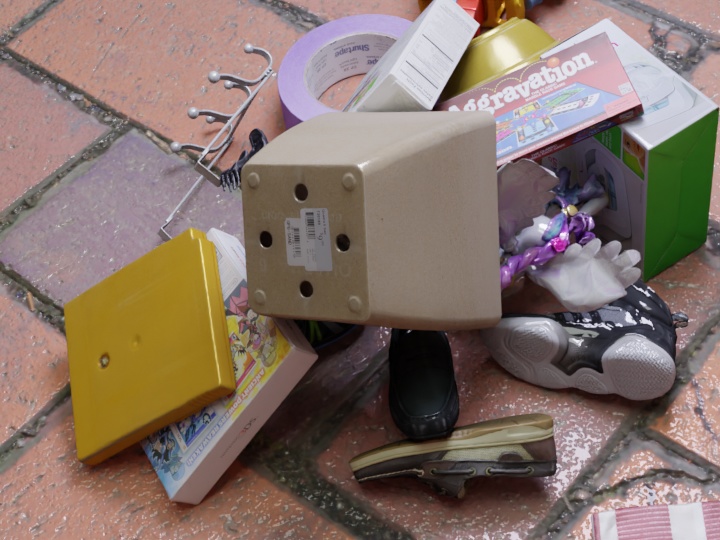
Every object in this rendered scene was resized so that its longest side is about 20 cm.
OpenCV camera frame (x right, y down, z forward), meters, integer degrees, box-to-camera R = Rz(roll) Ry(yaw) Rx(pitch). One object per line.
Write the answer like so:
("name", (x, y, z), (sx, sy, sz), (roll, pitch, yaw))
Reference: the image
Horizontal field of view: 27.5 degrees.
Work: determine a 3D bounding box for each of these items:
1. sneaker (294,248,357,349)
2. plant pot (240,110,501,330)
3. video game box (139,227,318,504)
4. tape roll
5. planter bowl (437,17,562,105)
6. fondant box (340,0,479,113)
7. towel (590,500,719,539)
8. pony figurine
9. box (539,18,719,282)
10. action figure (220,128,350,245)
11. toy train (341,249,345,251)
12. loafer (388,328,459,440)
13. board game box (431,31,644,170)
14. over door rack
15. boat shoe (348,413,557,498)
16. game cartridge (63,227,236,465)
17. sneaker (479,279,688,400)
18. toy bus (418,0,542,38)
("sneaker", (-0.062, 0.042, 1.494), (0.199, 0.083, 0.071), (-34, 61, -10))
("plant pot", (-0.003, -0.038, 1.338), (0.198, 0.202, 0.176), (4, 10, 35))
("video game box", (-0.151, 0.092, 1.432), (0.200, 0.047, 0.183), (-50, 48, 16))
("tape roll", (0.004, -0.210, 1.720), (0.198, 0.066, 0.202), (-4, 50, 4))
("planter bowl", (0.150, -0.222, 1.619), (0.199, 0.084, 0.200), (-27, 7, 4))
("fondant box", (0.037, -0.185, 1.518), (0.058, 0.144, 0.200), (40, 38, -8))
("towel", (0.308, 0.271, 1.296), (0.198, 0.023, 0.145), (-5, 52, 7))
("pony figurine", (0.173, -0.026, 1.435), (0.167, 0.193, 0.200), (47, 38, -2))
("box", (0.274, -0.125, 1.518), (0.096, 0.201, 0.177), (-30, 53, -17))
("action figure", (-0.048, -0.064, 1.540), (0.119, 0.199, 0.103), (-33, 42, 41))
("toy train", (0.000, 0.000, 1.563), (0.198, 0.034, 0.046), (-9, 54, 2))
("loafer", (0.056, 0.093, 1.411), (0.067, 0.071, 0.201), (-9, 26, 2))
("board game box", (0.166, -0.154, 1.435), (0.198, 0.019, 0.104), (-23, 52, 7))
("over door rack", (-0.171, -0.143, 1.631), (0.066, 0.148, 0.201), (26, 52, -10))
("boat shoe", (0.087, 0.181, 1.373), (0.198, 0.073, 0.066), (-13, 87, 16))
("game cartridge", (-0.210, 0.074, 1.441), (0.199, 0.032, 0.178), (-27, 59, 29))
("sneaker", (0.225, 0.059, 1.458), (0.198, 0.076, 0.114), (11, 43, 23))
("toy bus", (0.158, -0.353, 1.785), (0.198, 0.136, 0.194), (9, 65, 12))
